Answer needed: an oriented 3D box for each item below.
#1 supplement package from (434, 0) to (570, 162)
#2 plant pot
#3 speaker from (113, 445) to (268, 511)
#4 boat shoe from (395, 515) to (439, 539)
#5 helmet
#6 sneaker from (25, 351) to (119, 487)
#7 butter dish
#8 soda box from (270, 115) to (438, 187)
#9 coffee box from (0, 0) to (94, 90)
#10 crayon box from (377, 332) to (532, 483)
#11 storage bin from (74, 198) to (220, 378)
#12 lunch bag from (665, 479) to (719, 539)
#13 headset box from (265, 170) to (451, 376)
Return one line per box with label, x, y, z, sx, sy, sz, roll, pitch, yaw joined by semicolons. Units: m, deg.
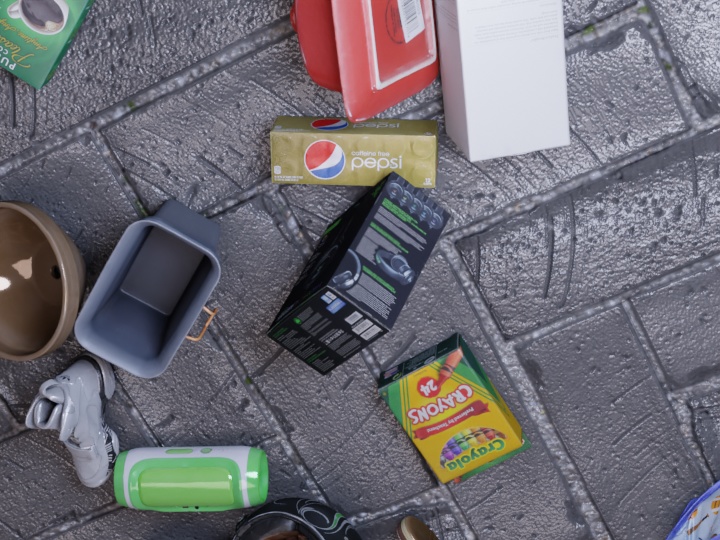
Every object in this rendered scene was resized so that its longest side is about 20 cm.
supplement package;0.157;-0.241;1.445;0.121;0.120;0.200;-10;114;-7
plant pot;-0.413;0.007;1.619;0.201;0.093;0.201;7;103;31
speaker;-0.230;0.284;1.751;0.200;0.088;0.089;-2;114;6
boat shoe;0.095;0.433;1.798;0.072;0.072;0.200;-27;115;15
helmet;-0.079;0.406;1.735;0.200;0.191;0.200;-4;76;16
sneaker;-0.387;0.214;1.710;0.075;0.115;0.200;17;115;27
butter dish;-0.013;-0.286;1.439;0.148;0.199;0.200;9;117;34
soda box;-0.006;-0.144;1.547;0.200;0.064;0.068;2;115;4
coffee box;-0.381;-0.328;1.510;0.123;0.044;0.200;31;113;-8
crayon box;0.128;0.196;1.696;0.127;0.051;0.200;-30;109;17
storage bin;-0.244;0.014;1.603;0.146;0.134;0.200;29;114;-8
lunch bag;0.525;0.358;1.694;0.170;0.124;0.200;40;104;-13
headset box;0.000;0.000;1.518;0.093;0.200;0.174;37;146;-11
